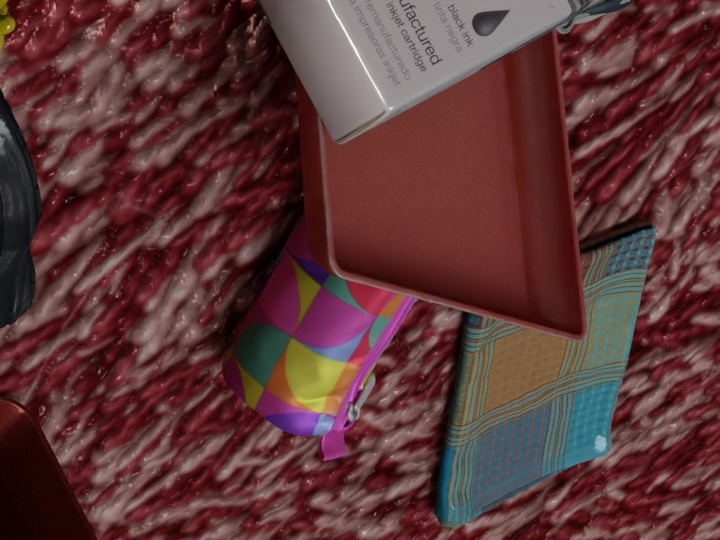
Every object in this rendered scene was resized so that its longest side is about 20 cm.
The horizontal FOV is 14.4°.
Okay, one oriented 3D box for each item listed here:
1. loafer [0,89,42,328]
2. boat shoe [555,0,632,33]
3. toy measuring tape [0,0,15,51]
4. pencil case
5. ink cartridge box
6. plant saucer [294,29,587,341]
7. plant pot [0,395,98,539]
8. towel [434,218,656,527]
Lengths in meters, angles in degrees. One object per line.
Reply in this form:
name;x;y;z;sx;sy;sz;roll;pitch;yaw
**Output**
loafer;-0.190;-0.025;1.337;0.070;0.068;0.201;-19;156;-17
boat shoe;0.090;-0.154;1.482;0.062;0.075;0.200;-24;169;40
toy measuring tape;-0.195;-0.164;1.220;0.073;0.074;0.200;-38;135;-9
pencil case;0.000;0.000;1.567;0.088;0.088;0.201;0;125;-45
ink cartridge box;0.046;-0.174;1.368;0.199;0.146;0.084;-30;-178;-21
plant saucer;0.033;-0.070;1.461;0.037;0.201;0.199;-21;156;38
plant pot;-0.246;0.177;1.415;0.176;0.200;0.200;-43;147;17
towel;0.116;0.067;1.806;0.146;0.022;0.201;-22;139;-30
